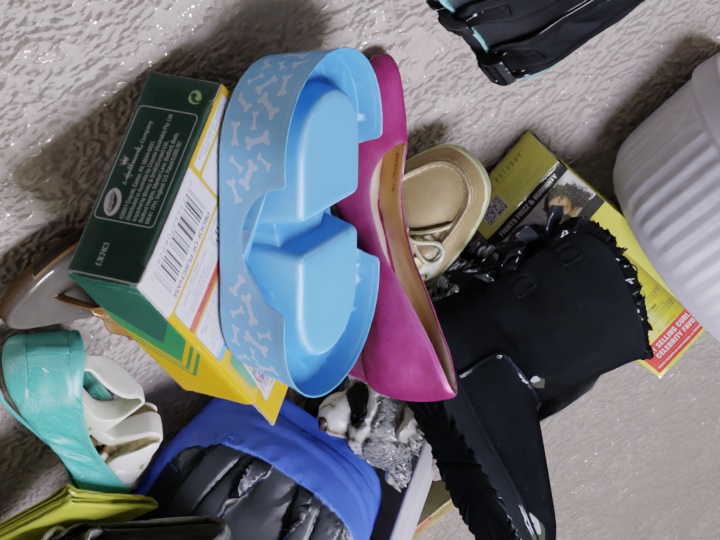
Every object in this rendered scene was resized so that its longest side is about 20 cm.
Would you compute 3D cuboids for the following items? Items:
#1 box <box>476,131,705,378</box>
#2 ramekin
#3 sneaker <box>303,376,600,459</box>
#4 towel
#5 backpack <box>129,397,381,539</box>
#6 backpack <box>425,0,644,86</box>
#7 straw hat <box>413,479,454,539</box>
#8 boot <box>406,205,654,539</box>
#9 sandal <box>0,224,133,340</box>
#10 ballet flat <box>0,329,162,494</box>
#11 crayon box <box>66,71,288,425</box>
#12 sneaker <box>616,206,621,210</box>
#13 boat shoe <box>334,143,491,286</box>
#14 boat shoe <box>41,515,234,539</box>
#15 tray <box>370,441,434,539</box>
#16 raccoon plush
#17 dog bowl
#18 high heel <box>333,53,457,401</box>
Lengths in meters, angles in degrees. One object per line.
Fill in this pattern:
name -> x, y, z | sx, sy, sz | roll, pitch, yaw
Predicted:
box -> 0.158, -0.008, 1.591 | 0.075, 0.050, 0.200 | -47, 128, 7
ramekin -> 0.258, -0.038, 1.587 | 0.105, 0.200, 0.200 | -36, 152, 20
sneaker -> 0.065, 0.077, 1.627 | 0.060, 0.200, 0.104 | 55, 50, -49
towel -> -0.230, 0.179, 1.507 | 0.200, 0.018, 0.086 | -27, 160, 29
backpack -> -0.085, 0.175, 1.571 | 0.200, 0.162, 0.168 | -58, -177, 29
backpack -> 0.111, -0.215, 1.214 | 0.200, 0.153, 0.176 | -30, 154, 11
straw hat -> 0.006, 0.168, 1.721 | 0.201, 0.085, 0.201 | -40, 172, -6
boot -> 0.116, 0.073, 1.486 | 0.162, 0.199, 0.073 | -29, -176, -23
sandal -> -0.124, 0.014, 1.404 | 0.200, 0.055, 0.082 | 3, 133, -48
ballet flat -> -0.162, 0.096, 1.460 | 0.070, 0.067, 0.200 | -10, 150, 10
crayon box -> -0.085, -0.008, 1.344 | 0.126, 0.051, 0.200 | -69, 152, -19
sneaker -> 0.173, 0.008, 1.701 | 0.200, 0.075, 0.076 | -25, 167, -8
boat shoe -> -0.002, -0.002, 1.477 | 0.201, 0.073, 0.063 | -37, -179, 15
boat shoe -> -0.173, 0.185, 1.460 | 0.200, 0.071, 0.064 | -9, 129, 3
tray -> 0.003, 0.207, 1.575 | 0.022, 0.200, 0.107 | 27, 155, -13
raccoon plush -> 0.053, 0.050, 1.554 | 0.200, 0.134, 0.097 | -30, 150, -9
dog bowl -> -0.035, -0.030, 1.319 | 0.111, 0.050, 0.200 | -32, 129, -56
high heel -> 0.027, -0.024, 1.392 | 0.067, 0.096, 0.200 | -3, 104, -65
